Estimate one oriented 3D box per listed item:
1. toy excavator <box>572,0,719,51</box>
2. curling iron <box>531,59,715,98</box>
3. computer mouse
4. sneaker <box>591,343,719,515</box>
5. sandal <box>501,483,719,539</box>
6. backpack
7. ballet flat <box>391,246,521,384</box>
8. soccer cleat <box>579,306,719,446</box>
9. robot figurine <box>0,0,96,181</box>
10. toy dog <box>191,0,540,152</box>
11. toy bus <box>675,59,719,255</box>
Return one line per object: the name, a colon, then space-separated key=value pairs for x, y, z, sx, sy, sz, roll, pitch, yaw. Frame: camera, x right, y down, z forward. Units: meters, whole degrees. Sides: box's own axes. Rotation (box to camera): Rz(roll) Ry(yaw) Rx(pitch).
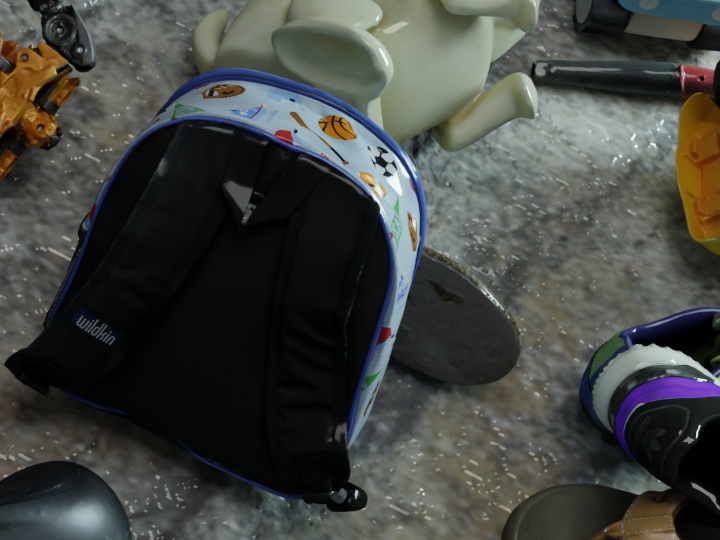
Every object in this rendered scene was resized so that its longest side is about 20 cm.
toy excavator: x=0.206 y=-0.208 z=1.514 sx=0.100 sy=0.200 sz=0.195 roll=7 pitch=53 yaw=-13
curling iron: x=0.204 y=-0.111 z=1.552 sx=0.200 sy=0.026 sz=0.050 roll=11 pitch=49 yaw=-10
computer mouse: x=-0.171 y=0.156 z=1.176 sx=0.053 sy=0.139 sz=0.200 roll=4 pitch=21 yaw=40
sneaker: x=0.223 y=0.106 z=1.333 sx=0.200 sy=0.070 sz=0.100 roll=14 pitch=22 yaw=-25
sandal: x=0.173 y=0.152 z=1.329 sx=0.200 sy=0.055 sz=0.082 roll=15 pitch=51 yaw=-8
backpack: x=-0.054 y=-0.003 z=1.284 sx=0.200 sy=0.191 sz=0.154 roll=22 pitch=35 yaw=-1
ballet flat: x=0.000 y=0.000 z=1.389 sx=0.200 sy=0.067 sz=0.046 roll=26 pitch=18 yaw=5
soccer cleat: x=0.217 y=0.050 z=1.401 sx=0.200 sy=0.084 sz=0.065 roll=-10 pitch=58 yaw=-25
robot figurine: x=-0.241 y=-0.128 z=1.378 sx=0.200 sy=0.058 sz=0.145 roll=38 pitch=84 yaw=9
toy dog: x=0.022 y=-0.134 z=1.460 sx=0.194 sy=0.140 sz=0.200 roll=13 pitch=42 yaw=40
toy bus: x=0.314 y=-0.060 z=1.485 sx=0.192 sy=0.200 sz=0.136 roll=36 pitch=41 yaw=-39
